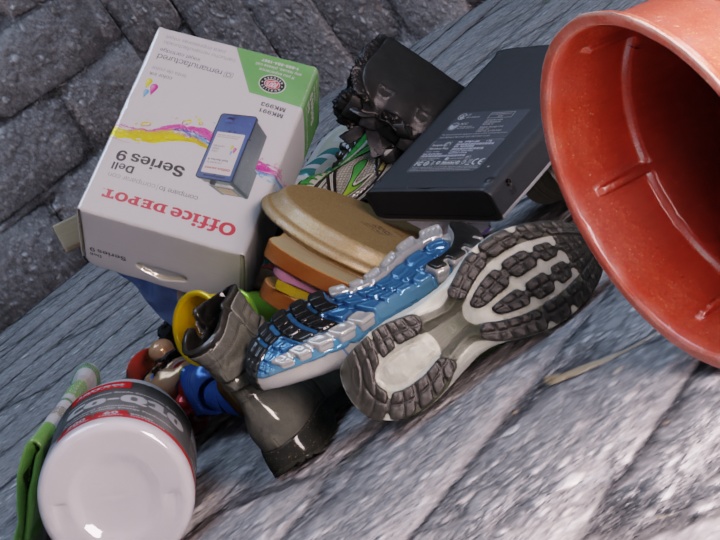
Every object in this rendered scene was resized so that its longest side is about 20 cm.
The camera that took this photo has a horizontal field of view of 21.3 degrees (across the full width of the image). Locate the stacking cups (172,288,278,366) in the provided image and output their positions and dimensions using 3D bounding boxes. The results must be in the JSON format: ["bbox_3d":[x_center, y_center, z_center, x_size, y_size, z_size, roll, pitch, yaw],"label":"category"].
[{"bbox_3d":[-0.056,0.035,1.544,0.200,0.061,0.060,-8,-12,-45],"label":"stacking cups"}]

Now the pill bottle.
[{"bbox_3d":[-0.181,0.147,1.455,0.114,0.114,0.200,-34,10,1],"label":"pill bottle"}]

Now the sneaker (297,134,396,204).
[{"bbox_3d":[0.003,-0.062,1.630,0.085,0.078,0.200,2,41,33],"label":"sneaker"}]

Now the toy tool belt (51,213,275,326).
[{"bbox_3d":[-0.161,-0.002,1.656,0.123,0.200,0.125,-51,2,-39],"label":"toy tool belt"}]

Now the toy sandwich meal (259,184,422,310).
[{"bbox_3d":[0.000,0.000,1.497,0.205,0.205,0.070,-79,13,-77],"label":"toy sandwich meal"}]

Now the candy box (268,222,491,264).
[{"bbox_3d":[0.004,-0.014,1.767,0.168,0.072,0.200,-38,10,-17],"label":"candy box"}]

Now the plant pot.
[{"bbox_3d":[0.231,-0.081,0.993,0.195,0.201,0.201,-29,7,-20],"label":"plant pot"}]

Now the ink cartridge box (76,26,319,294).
[{"bbox_3d":[-0.131,-0.087,1.584,0.088,0.145,0.200,93,-166,-60],"label":"ink cartridge box"}]

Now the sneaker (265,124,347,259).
[{"bbox_3d":[-0.032,-0.072,1.802,0.200,0.070,0.093,-34,26,-11],"label":"sneaker"}]

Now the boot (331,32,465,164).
[{"bbox_3d":[0.075,-0.151,1.653,0.198,0.162,0.073,-58,-1,-44],"label":"boot"}]

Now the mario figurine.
[{"bbox_3d":[-0.141,0.085,1.629,0.200,0.123,0.106,-12,67,51],"label":"mario figurine"}]

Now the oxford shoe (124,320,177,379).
[{"bbox_3d":[-0.177,0.117,1.760,0.200,0.084,0.073,-50,16,29],"label":"oxford shoe"}]

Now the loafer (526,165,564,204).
[{"bbox_3d":[0.166,-0.080,1.570,0.070,0.070,0.200,-40,2,9],"label":"loafer"}]

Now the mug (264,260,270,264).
[{"bbox_3d":[-0.091,-0.007,1.922,0.185,0.114,0.152,-39,10,-24],"label":"mug"}]

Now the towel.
[{"bbox_3d":[-0.257,0.171,1.578,0.031,0.149,0.200,10,15,3],"label":"towel"}]

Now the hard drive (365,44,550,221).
[{"bbox_3d":[0.112,-0.113,1.521,0.140,0.033,0.200,2,41,48],"label":"hard drive"}]

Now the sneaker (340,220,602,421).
[{"bbox_3d":[0.075,0.031,1.317,0.200,0.077,0.089,-31,-3,-2],"label":"sneaker"}]

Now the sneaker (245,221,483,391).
[{"bbox_3d":[0.013,0.047,1.365,0.200,0.087,0.075,-27,30,-19],"label":"sneaker"}]

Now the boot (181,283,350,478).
[{"bbox_3d":[-0.064,0.060,1.435,0.068,0.131,0.200,-32,9,16],"label":"boot"}]
